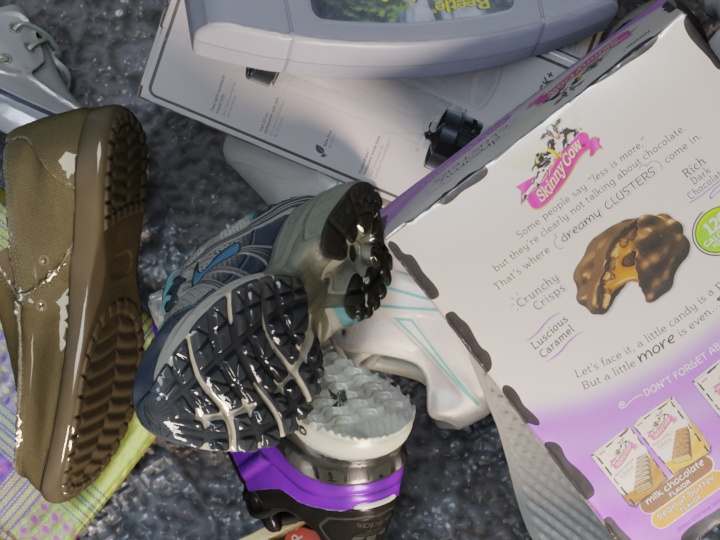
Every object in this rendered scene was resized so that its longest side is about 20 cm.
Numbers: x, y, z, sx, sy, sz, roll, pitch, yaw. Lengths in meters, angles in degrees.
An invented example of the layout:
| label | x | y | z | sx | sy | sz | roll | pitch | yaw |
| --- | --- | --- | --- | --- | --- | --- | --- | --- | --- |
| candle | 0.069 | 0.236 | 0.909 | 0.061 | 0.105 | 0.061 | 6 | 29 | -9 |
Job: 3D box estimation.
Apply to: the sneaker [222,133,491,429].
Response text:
| label | x | y | z | sx | sy | sz | roll | pitch | yaw |
| --- | --- | --- | --- | --- | --- | --- | --- | --- | --- |
| sneaker | 0.000 | 0.000 | 1.478 | 0.200 | 0.070 | 0.080 | 40 | 89 | 12 |

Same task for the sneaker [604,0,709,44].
| label | x | y | z | sx | sy | sz | roll | pitch | yaw |
| --- | --- | --- | --- | --- | --- | --- | --- | --- | --- |
| sneaker | 0.162 | -0.036 | 1.409 | 0.075 | 0.200 | 0.079 | -27 | 34 | -23 |

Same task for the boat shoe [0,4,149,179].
| label | x | y | z | sx | sy | sz | roll | pitch | yaw |
| --- | --- | --- | --- | --- | --- | --- | --- | --- | --- |
| boat shoe | -0.188 | -0.107 | 1.521 | 0.200 | 0.074 | 0.067 | 26 | 84 | 12 |

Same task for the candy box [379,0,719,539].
| label | x | y | z | sx | sy | sz | roll | pitch | yaw |
| --- | --- | --- | --- | --- | --- | --- | --- | --- | --- |
| candy box | 0.133 | 0.006 | 1.334 | 0.168 | 0.072 | 0.200 | -36 | 100 | 6 |

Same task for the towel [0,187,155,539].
| label | x | y | z | sx | sy | sz | roll | pitch | yaw |
| --- | --- | --- | --- | --- | --- | --- | --- | --- | --- |
| towel | -0.192 | 0.042 | 1.520 | 0.200 | 0.023 | 0.144 | 37 | 85 | 12 |

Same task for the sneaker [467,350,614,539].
| label | x | y | z | sx | sy | sz | roll | pitch | yaw |
| --- | --- | --- | --- | --- | --- | --- | --- | --- | --- |
| sneaker | 0.103 | 0.043 | 1.432 | 0.074 | 0.082 | 0.200 | 1 | 108 | 33 |

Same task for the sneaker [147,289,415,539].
| label | x | y | z | sx | sy | sz | roll | pitch | yaw |
| --- | --- | --- | --- | --- | --- | --- | --- | --- | --- |
| sneaker | -0.046 | 0.076 | 1.448 | 0.070 | 0.100 | 0.200 | -15 | 32 | -26 |

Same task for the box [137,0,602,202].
| label | x | y | z | sx | sy | sz | roll | pitch | yaw |
| --- | --- | --- | --- | --- | --- | --- | --- | --- | --- |
| box | 0.005 | -0.104 | 1.425 | 0.200 | 0.060 | 0.117 | 22 | 125 | 2 |

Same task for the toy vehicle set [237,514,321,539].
| label | x | y | z | sx | sy | sz | roll | pitch | yaw |
| --- | --- | --- | --- | --- | --- | --- | --- | --- | --- |
| toy vehicle set | -0.016 | 0.223 | 1.459 | 0.124 | 0.027 | 0.200 | -27 | 77 | 2 |

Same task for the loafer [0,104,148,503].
| label | x | y | z | sx | sy | sz | roll | pitch | yaw |
| --- | --- | --- | --- | --- | --- | --- | --- | --- | --- |
| loafer | -0.148 | 0.014 | 1.464 | 0.067 | 0.076 | 0.200 | 10 | 96 | 22 |

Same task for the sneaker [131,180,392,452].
| label | x | y | z | sx | sy | sz | roll | pitch | yaw |
| --- | --- | --- | --- | --- | --- | --- | --- | --- | --- |
| sneaker | -0.059 | 0.027 | 1.380 | 0.086 | 0.200 | 0.078 | -6 | 112 | 31 |

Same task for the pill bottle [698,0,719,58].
| label | x | y | z | sx | sy | sz | roll | pitch | yaw |
| --- | --- | --- | --- | --- | --- | --- | --- | --- | --- |
| pill bottle | 0.233 | -0.079 | 1.440 | 0.111 | 0.111 | 0.200 | -22 | 77 | 3 |

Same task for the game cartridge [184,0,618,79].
| label | x | y | z | sx | sy | sz | roll | pitch | yaw |
| --- | --- | --- | --- | --- | --- | --- | --- | --- | --- |
| game cartridge | 0.015 | -0.153 | 1.361 | 0.200 | 0.041 | 0.133 | -5 | 69 | -13 |
